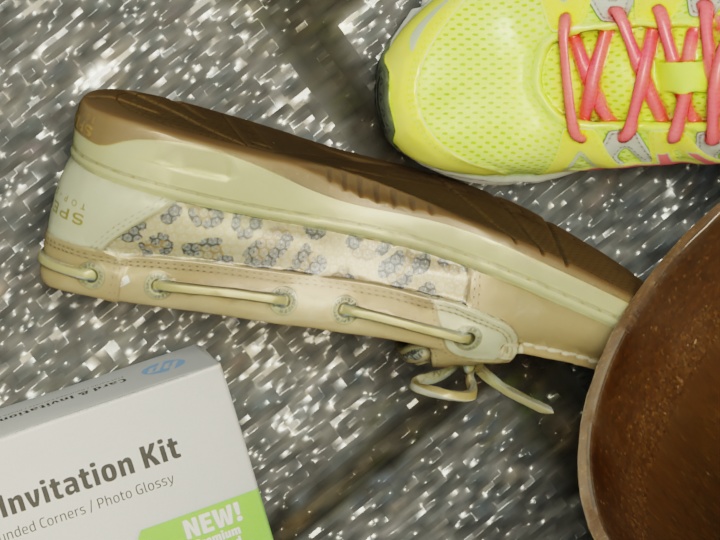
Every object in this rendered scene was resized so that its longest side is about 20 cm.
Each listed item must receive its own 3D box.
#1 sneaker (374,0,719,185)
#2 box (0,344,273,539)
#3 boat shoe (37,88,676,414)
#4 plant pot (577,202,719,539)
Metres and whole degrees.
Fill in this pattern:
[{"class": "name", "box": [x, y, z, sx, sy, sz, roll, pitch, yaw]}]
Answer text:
[{"class": "sneaker", "box": [0.104, -0.067, 0.914, 0.199, 0.090, 0.078, -9, 102, -11]}, {"class": "box", "box": [-0.091, 0.142, 0.923, 0.155, 0.041, 0.201, -18, 101, -11]}, {"class": "boat shoe", "box": [0.000, 0.000, 0.912, 0.199, 0.073, 0.063, 18, 101, -10]}, {"class": "plant pot", "box": [0.195, 0.083, 0.880, 0.187, 0.187, 0.200, -45, 126, -4]}]
